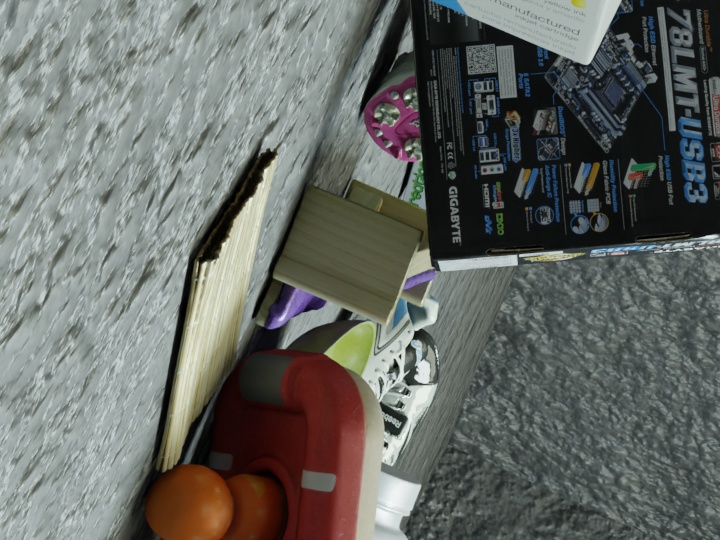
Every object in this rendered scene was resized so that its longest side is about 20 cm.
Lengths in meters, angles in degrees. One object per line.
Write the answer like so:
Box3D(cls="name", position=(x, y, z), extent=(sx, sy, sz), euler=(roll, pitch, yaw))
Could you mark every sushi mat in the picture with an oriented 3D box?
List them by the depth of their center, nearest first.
Box3D(cls="sushi mat", position=(-0.080, 0.025, 1.277), extent=(0.200, 0.012, 0.096), euler=(105, 10, -51))

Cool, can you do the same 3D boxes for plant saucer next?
Box3D(cls="plant saucer", position=(-0.058, 0.111, 1.547), extent=(0.200, 0.031, 0.200), euler=(-53, 168, -17))

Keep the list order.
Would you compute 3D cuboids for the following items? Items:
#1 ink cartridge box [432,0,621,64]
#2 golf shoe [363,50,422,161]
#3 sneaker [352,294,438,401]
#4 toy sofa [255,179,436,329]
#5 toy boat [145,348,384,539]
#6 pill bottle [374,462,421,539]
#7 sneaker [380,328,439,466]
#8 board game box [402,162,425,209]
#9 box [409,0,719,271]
Box3D(cls="ink cartridge box", position=(0.090, -0.231, 1.155), extent=(0.200, 0.147, 0.145), euler=(97, 18, -67))
Box3D(cls="golf shoe", position=(0.094, -0.144, 1.518), extent=(0.075, 0.199, 0.092), euler=(59, 24, -29))
Box3D(cls="sneaker", position=(0.012, 0.074, 1.891), extent=(0.200, 0.072, 0.072), euler=(-63, 158, -49))
Box3D(cls="toy sofa", position=(0.000, 0.000, 1.524), extent=(0.200, 0.082, 0.098), euler=(-18, 130, -81))
Box3D(cls="toy boat", position=(-0.070, 0.145, 1.364), extent=(0.130, 0.130, 0.201), euler=(8, 87, -39))
Box3D(cls="pill bottle", position=(-0.023, 0.270, 2.111), extent=(0.120, 0.119, 0.201), euler=(12, 102, -83))
Box3D(cls="sneaker", position=(0.020, 0.149, 2.241), extent=(0.089, 0.074, 0.201), euler=(-55, 167, -68))
Box3D(cls="board game box", position=(0.086, -0.148, 1.902), extent=(0.200, 0.034, 0.126), euler=(106, 9, -48))
Box3D(cls="box", position=(0.133, -0.107, 1.420), extent=(0.050, 0.197, 0.201), euler=(73, 12, -82))
